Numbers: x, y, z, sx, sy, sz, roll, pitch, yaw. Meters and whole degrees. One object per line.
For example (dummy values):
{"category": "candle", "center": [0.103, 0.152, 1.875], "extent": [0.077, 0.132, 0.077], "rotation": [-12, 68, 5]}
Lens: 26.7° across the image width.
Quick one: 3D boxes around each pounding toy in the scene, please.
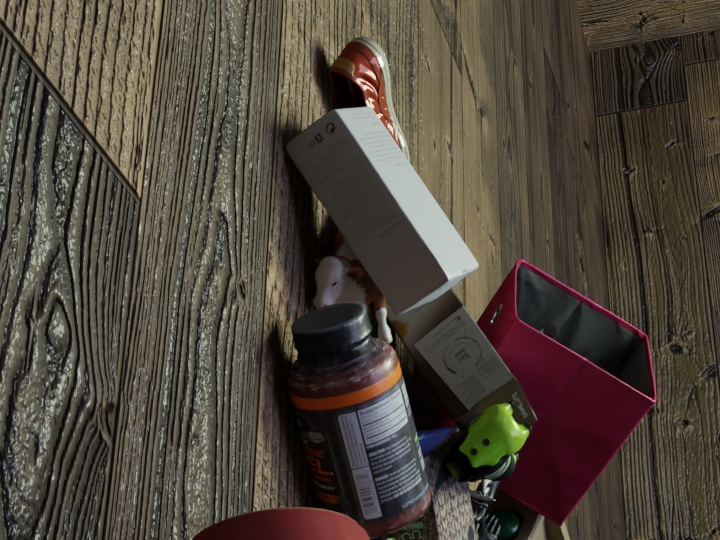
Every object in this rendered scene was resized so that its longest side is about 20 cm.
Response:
{"category": "pounding toy", "center": [0.169, 0.348, 1.889], "extent": [0.184, 0.141, 0.201], "rotation": [-56, 135, -46]}

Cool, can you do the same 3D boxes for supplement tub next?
{"category": "supplement tub", "center": [-0.006, 0.134, 1.384], "extent": [0.107, 0.106, 0.201], "rotation": [-56, 133, -67]}

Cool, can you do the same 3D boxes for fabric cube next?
{"category": "fabric cube", "center": [0.217, 0.143, 1.836], "extent": [0.200, 0.199, 0.196], "rotation": [-57, -174, 23]}

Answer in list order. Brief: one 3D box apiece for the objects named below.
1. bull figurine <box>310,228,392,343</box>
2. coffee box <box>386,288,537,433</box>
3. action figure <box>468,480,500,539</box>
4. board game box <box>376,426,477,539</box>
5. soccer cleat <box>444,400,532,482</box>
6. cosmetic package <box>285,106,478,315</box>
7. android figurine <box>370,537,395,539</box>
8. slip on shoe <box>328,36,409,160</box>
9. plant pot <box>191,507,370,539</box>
{"category": "bull figurine", "center": [0.000, 0.000, 1.553], "extent": [0.200, 0.065, 0.122], "rotation": [-70, 152, -55]}
{"category": "coffee box", "center": [0.102, 0.092, 1.677], "extent": [0.200, 0.079, 0.114], "rotation": [56, 0, 35]}
{"category": "action figure", "center": [0.104, 0.250, 1.710], "extent": [0.200, 0.118, 0.103], "rotation": [75, 24, -55]}
{"category": "board game box", "center": [0.055, 0.276, 1.539], "extent": [0.159, 0.096, 0.202], "rotation": [-23, 103, -74]}
{"category": "soccer cleat", "center": [0.120, 0.183, 1.535], "extent": [0.068, 0.081, 0.200], "rotation": [52, -11, 14]}
{"category": "cosmetic package", "center": [0.022, -0.061, 1.489], "extent": [0.201, 0.074, 0.102], "rotation": [58, 23, 7]}
{"category": "android figurine", "center": [0.009, 0.346, 1.381], "extent": [0.182, 0.041, 0.202], "rotation": [12, 69, -52]}
{"category": "slip on shoe", "center": [0.006, -0.158, 1.672], "extent": [0.061, 0.074, 0.201], "rotation": [-40, 134, -31]}
{"category": "plant pot", "center": [-0.050, 0.272, 1.039], "extent": [0.201, 0.199, 0.178], "rotation": [58, 19, -54]}
